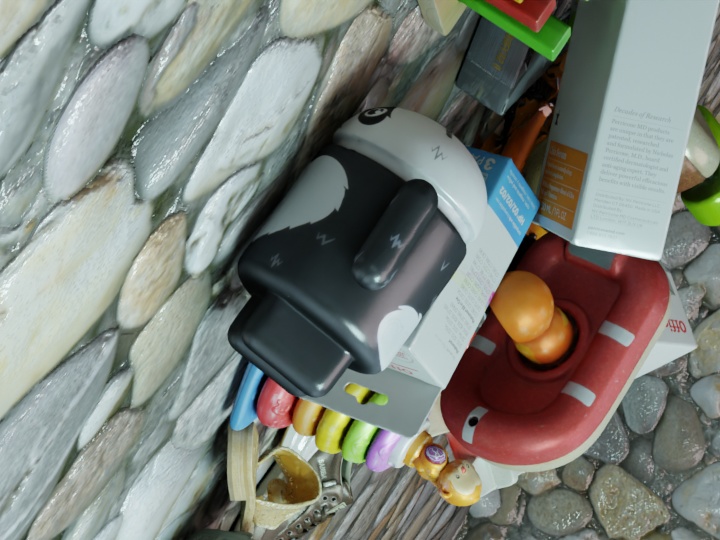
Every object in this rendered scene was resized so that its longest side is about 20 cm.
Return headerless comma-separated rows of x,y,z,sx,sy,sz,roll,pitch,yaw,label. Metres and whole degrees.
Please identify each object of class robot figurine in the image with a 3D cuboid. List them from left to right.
-0.003,-0.014,1.275,0.200,0.150,0.125,-54,141,-12,robot figurine
0.148,-0.115,1.632,0.145,0.058,0.201,7,-109,55,robot figurine

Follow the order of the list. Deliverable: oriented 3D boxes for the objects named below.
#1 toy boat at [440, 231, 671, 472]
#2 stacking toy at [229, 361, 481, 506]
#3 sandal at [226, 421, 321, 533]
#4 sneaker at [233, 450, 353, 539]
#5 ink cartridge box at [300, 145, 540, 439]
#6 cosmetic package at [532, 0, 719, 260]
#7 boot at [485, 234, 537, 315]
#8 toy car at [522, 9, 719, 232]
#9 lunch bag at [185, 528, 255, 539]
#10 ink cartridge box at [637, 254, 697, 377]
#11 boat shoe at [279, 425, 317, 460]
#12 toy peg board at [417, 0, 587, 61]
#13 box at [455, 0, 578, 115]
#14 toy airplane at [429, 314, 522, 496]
0.131,0.046,1.420,0.201,0.130,0.131,-58,139,-9,toy boat
0.010,0.111,1.449,0.116,0.200,0.110,-36,157,-48,stacking toy
-0.067,0.178,1.572,0.212,0.069,0.078,87,4,-67,sandal
-0.050,0.207,1.760,0.201,0.075,0.070,-58,168,0,sneaker
0.029,0.006,1.372,0.201,0.115,0.068,-62,144,-16,ink cartridge box
0.187,-0.117,1.363,0.101,0.071,0.201,-143,-116,-74,cosmetic package
0.086,-0.011,1.520,0.075,0.097,0.200,-58,147,-8,boot
0.178,-0.084,1.528,0.200,0.164,0.158,-36,-149,15,toy car
-0.135,0.305,1.577,0.164,0.117,0.200,-52,172,-21,lunch bag
0.206,-0.008,1.718,0.084,0.201,0.145,-28,161,30,ink cartridge box
0.003,0.104,1.717,0.200,0.069,0.071,-52,171,-18,boat shoe
0.126,-0.246,1.249,0.201,0.098,0.199,-57,168,-4,toy peg board
0.162,-0.237,1.532,0.200,0.048,0.159,-46,163,-43,box
0.073,0.101,1.653,0.200,0.140,0.200,49,56,-47,toy airplane
